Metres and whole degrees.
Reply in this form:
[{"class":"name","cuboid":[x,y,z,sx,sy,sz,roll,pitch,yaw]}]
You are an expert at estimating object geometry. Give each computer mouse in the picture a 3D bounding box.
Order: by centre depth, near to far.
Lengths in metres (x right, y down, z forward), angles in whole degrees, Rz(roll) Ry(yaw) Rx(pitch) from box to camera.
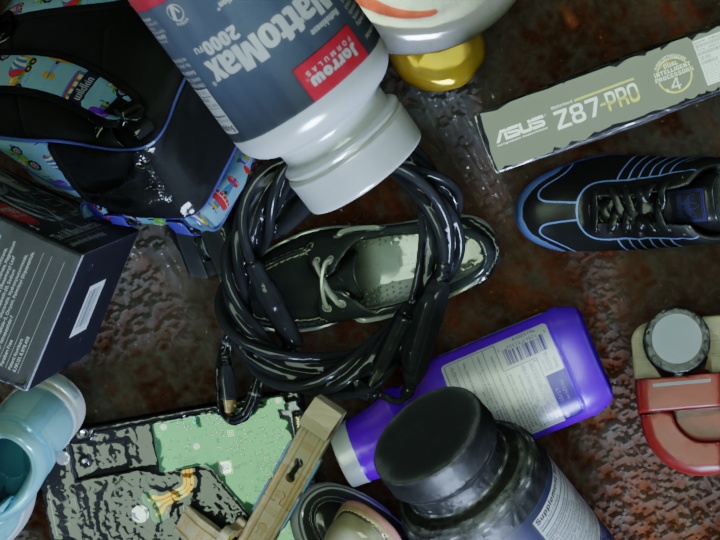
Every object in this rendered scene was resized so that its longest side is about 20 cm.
[{"class":"computer mouse","cuboid":[-0.106,0.011,1.683,0.059,0.034,0.200,-17,78,25]}]

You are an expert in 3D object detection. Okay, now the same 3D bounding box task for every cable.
[{"class":"cable","cuboid":[-0.014,-0.010,1.631,0.163,0.051,0.200,16,106,9]}]

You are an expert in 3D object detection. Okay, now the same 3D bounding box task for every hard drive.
[{"class":"hard drive","cuboid":[-0.128,0.170,1.718,0.200,0.038,0.140,-11,93,7]}]

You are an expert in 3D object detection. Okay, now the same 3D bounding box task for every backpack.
[{"class":"backpack","cuboid":[-0.173,-0.123,1.641,0.200,0.135,0.183,5,55,31]}]

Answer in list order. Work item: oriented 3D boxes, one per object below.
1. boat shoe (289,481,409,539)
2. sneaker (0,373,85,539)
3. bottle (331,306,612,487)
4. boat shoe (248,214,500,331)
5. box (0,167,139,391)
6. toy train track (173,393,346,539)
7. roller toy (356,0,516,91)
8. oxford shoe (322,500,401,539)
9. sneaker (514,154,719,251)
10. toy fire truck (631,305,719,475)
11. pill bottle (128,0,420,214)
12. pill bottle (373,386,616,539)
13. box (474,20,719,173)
[{"class":"boat shoe","cuboid":[0.032,0.228,1.675,0.070,0.066,0.200,-42,99,-15]},{"class":"sneaker","cuboid":[-0.267,0.153,1.672,0.074,0.082,0.200,35,128,4]},{"class":"bottle","cuboid":[0.077,0.096,1.680,0.200,0.065,0.084,-24,89,6]},{"class":"boat shoe","cuboid":[0.000,0.000,1.683,0.200,0.060,0.076,-17,94,7]},{"class":"box","cuboid":[-0.271,-0.011,1.637,0.182,0.200,0.104,23,97,2]},{"class":"toy train track","cuboid":[-0.069,0.176,1.654,0.115,0.033,0.200,34,110,12]},{"class":"roller toy","cuboid":[0.031,-0.240,1.625,0.200,0.140,0.183,33,91,-7]},{"class":"oxford shoe","cuboid":[-0.013,0.240,1.620,0.071,0.074,0.200,30,138,22]},{"class":"sneaker","cuboid":[0.207,-0.049,1.652,0.200,0.078,0.070,-7,93,5]},{"class":"toy fire truck","cuboid":[0.284,0.124,1.649,0.176,0.129,0.200,-5,84,6]},{"class":"pill bottle","cuboid":[-0.052,-0.142,1.518,0.120,0.120,0.200,-35,106,6]},{"class":"pill bottle","cuboid":[0.097,0.175,1.622,0.112,0.112,0.200,-36,122,6]},{"class":"box","cuboid":[0.180,-0.122,1.608,0.200,0.161,0.049,-20,91,7]}]
